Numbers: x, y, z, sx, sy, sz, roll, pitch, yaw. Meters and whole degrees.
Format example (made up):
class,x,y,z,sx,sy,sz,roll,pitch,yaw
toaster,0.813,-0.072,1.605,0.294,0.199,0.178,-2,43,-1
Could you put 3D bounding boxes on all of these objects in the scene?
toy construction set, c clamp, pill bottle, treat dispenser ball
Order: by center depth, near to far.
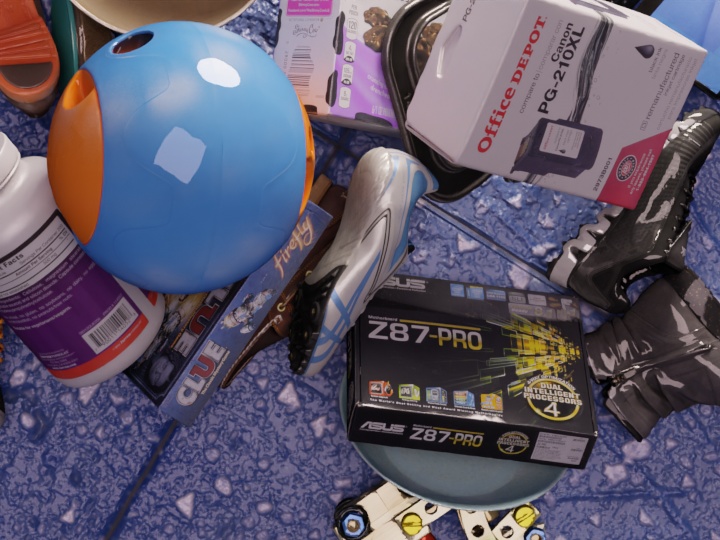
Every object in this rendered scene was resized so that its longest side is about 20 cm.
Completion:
class,x,y,z,sx,sy,sz,roll,pitch,yaw
treat dispenser ball,-0.133,-0.084,1.324,0.199,0.201,0.203,0,91,-6
pill bottle,-0.250,-0.010,1.401,0.112,0.112,0.201,-38,119,-4
c clamp,0.091,-0.147,1.451,0.170,0.027,0.201,-38,123,-25
toy construction set,0.051,0.231,1.484,0.199,0.092,0.132,-35,95,-15

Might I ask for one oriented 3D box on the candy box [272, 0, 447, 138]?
class,x,y,z,sx,sy,sz,roll,pitch,yaw
candy box,0.015,-0.215,1.431,0.167,0.071,0.202,5,91,-49

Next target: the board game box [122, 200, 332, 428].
class,x,y,z,sx,sy,sz,roll,pitch,yaw
board game box,-0.116,0.015,1.435,0.035,0.135,0.201,36,87,-30

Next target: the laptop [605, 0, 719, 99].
class,x,y,z,sx,sy,sz,roll,pitch,yaw
laptop,0.277,-0.279,1.481,0.177,0.103,0.200,-48,118,-4

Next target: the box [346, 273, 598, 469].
class,x,y,z,sx,sy,sz,roll,pitch,yaw
box,0.087,0.079,1.450,0.198,0.162,0.049,8,130,-7

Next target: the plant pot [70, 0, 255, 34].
class,x,y,z,sx,sy,sz,roll,pitch,yaw
plant pot,-0.158,-0.278,1.426,0.198,0.134,0.203,0,90,-6

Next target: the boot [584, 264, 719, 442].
class,x,y,z,sx,sy,sz,roll,pitch,yaw
boot,0.283,0.106,1.518,0.131,0.070,0.200,-39,83,-1

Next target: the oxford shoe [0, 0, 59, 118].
class,x,y,z,sx,sy,sz,roll,pitch,yaw
oxford shoe,-0.294,-0.218,1.450,0.071,0.073,0.202,-13,73,-10

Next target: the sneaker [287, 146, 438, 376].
class,x,y,z,sx,sy,sz,roll,pitch,yaw
sneaker,0.000,0.000,1.413,0.072,0.072,0.201,20,105,-25

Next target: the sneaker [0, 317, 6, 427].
class,x,y,z,sx,sy,sz,roll,pitch,yaw
sneaker,-0.318,0.034,1.448,0.077,0.078,0.202,-16,95,-16

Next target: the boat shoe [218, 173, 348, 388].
class,x,y,z,sx,sy,sz,roll,pitch,yaw
boat shoe,-0.059,0.019,1.473,0.070,0.070,0.201,35,87,-1

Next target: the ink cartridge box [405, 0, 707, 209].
class,x,y,z,sx,sy,sz,roll,pitch,yaw
ink cartridge box,0.155,-0.144,1.404,0.199,0.084,0.146,11,111,-36

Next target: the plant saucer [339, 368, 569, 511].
class,x,y,z,sx,sy,sz,roll,pitch,yaw
plant saucer,0.077,0.129,1.461,0.199,0.202,0.039,8,133,-6

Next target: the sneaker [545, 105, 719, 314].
class,x,y,z,sx,sy,sz,roll,pitch,yaw
sneaker,0.251,-0.043,1.495,0.090,0.066,0.200,41,91,19

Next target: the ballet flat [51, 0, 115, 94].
class,x,y,z,sx,sy,sz,roll,pitch,yaw
ballet flat,-0.215,-0.138,1.464,0.072,0.068,0.202,-3,92,-26
